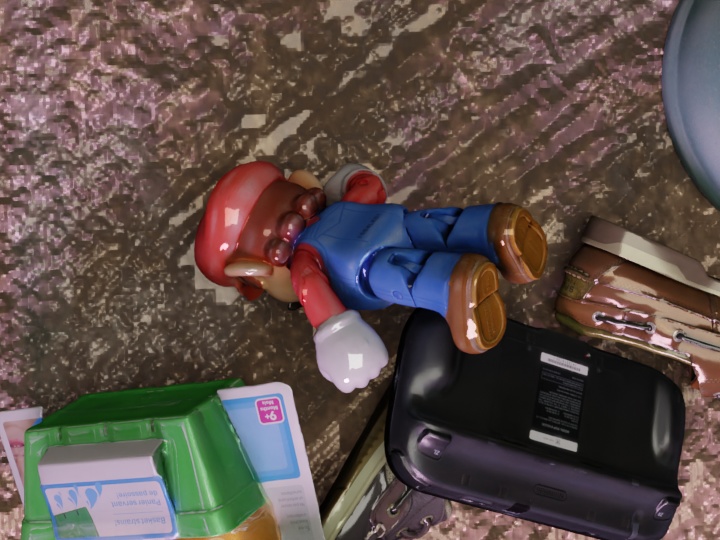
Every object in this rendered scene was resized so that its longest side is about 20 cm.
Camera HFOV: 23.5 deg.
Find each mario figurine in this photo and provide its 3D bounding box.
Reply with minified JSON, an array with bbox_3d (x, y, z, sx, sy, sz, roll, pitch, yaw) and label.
[{"bbox_3d":[0.000,0.000,0.925,0.200,0.123,0.106,11,102,34],"label":"mario figurine"}]

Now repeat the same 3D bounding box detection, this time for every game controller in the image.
[{"bbox_3d":[0.101,0.085,0.954,0.200,0.042,0.105,19,65,-30],"label":"game controller"}]

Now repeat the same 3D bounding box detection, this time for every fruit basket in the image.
[{"bbox_3d":[-0.099,0.162,0.916,0.185,0.094,0.201,-6,97,27],"label":"fruit basket"}]

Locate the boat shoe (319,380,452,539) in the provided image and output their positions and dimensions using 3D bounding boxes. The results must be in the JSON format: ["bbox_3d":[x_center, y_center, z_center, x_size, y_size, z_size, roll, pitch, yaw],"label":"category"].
[{"bbox_3d":[0.023,0.118,0.963,0.066,0.072,0.201,31,84,-1],"label":"boat shoe"}]

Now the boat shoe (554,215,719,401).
[{"bbox_3d":[0.207,0.039,0.988,0.200,0.072,0.068,25,93,3],"label":"boat shoe"}]

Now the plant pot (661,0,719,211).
[{"bbox_3d":[0.281,-0.110,0.955,0.200,0.134,0.201,0,91,-6],"label":"plant pot"}]
